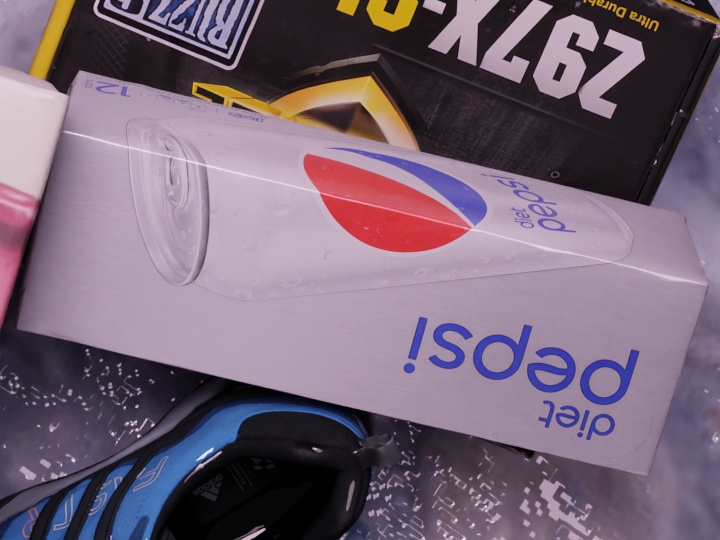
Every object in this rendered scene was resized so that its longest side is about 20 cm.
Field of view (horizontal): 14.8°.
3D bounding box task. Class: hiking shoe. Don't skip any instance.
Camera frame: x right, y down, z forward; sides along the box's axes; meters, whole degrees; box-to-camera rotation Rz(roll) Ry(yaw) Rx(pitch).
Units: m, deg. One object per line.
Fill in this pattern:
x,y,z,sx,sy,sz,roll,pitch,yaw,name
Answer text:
-0.080,0.097,0.852,0.200,0.087,0.074,-41,102,1,hiking shoe

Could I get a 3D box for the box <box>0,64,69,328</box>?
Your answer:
-0.175,0.023,0.798,0.128,0.109,0.200,16,92,-13,box

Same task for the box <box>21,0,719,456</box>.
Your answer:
-0.005,-0.048,0.894,0.200,0.049,0.160,21,106,-8,box

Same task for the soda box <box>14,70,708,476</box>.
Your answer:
0.000,0.000,0.844,0.200,0.063,0.068,14,110,-5,soda box
